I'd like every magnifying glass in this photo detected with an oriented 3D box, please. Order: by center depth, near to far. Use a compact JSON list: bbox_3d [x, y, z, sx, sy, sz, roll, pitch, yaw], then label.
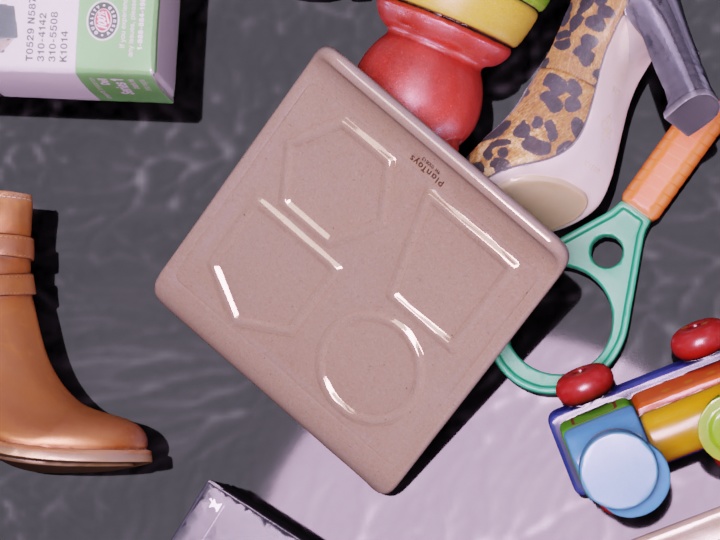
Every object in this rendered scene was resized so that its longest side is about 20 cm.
[{"bbox_3d":[0.146,-0.017,1.693,0.080,0.022,0.200,36,90,9],"label":"magnifying glass"}]

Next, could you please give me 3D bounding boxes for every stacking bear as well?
[{"bbox_3d":[0.056,-0.161,1.677,0.121,0.114,0.201,22,91,11],"label":"stacking bear"}]

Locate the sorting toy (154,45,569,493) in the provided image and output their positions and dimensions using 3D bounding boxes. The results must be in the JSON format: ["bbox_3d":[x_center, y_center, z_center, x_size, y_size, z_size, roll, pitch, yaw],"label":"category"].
[{"bbox_3d":[0.000,0.000,1.666,0.185,0.036,0.200,41,117,9],"label":"sorting toy"}]

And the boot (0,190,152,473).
[{"bbox_3d":[-0.204,0.032,1.700,0.199,0.074,0.155,12,81,5],"label":"boot"}]

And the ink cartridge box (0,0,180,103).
[{"bbox_3d":[-0.207,-0.178,1.716,0.199,0.084,0.147,2,83,6],"label":"ink cartridge box"}]

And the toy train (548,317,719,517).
[{"bbox_3d":[0.205,0.074,1.618,0.199,0.116,0.085,-21,97,4],"label":"toy train"}]

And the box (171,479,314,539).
[{"bbox_3d":[-0.076,0.239,1.658,0.141,0.079,0.200,32,88,6],"label":"box"}]

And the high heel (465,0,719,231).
[{"bbox_3d":[0.103,-0.100,1.694,0.200,0.071,0.143,-29,50,16],"label":"high heel"}]

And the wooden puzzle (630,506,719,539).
[{"bbox_3d":[0.163,0.244,1.623,0.200,0.046,0.186,-22,89,12],"label":"wooden puzzle"}]
